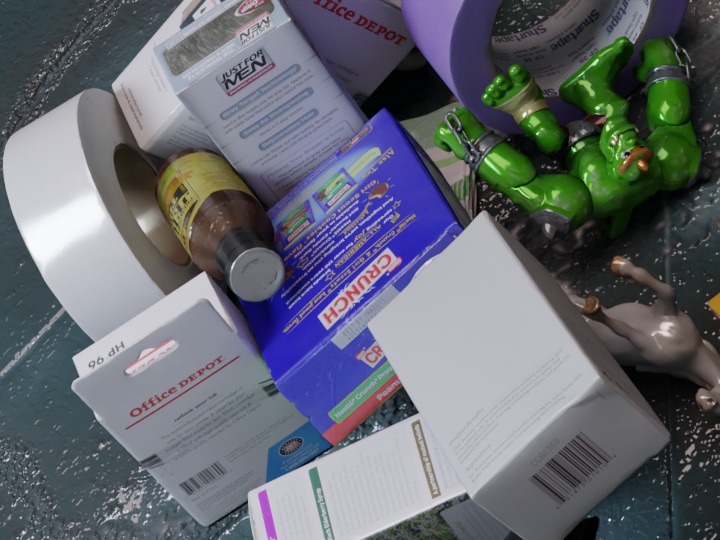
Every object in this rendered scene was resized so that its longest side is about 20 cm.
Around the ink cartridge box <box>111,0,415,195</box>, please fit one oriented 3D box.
[{"bbox_3d":[-0.067,-0.164,1.765,0.200,0.146,0.084,-46,48,21],"label":"ink cartridge box"}]

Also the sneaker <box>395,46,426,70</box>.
[{"bbox_3d":[0.069,-0.232,1.840,0.088,0.081,0.200,34,86,40],"label":"sneaker"}]

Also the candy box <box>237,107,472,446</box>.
[{"bbox_3d":[0.000,0.000,1.633,0.169,0.077,0.200,-41,29,8],"label":"candy box"}]

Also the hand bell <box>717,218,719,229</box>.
[{"bbox_3d":[0.333,-0.078,1.588,0.200,0.104,0.104,-34,46,21],"label":"hand bell"}]

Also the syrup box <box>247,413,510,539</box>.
[{"bbox_3d":[0.031,0.157,1.567,0.199,0.079,0.082,-25,49,11],"label":"syrup box"}]

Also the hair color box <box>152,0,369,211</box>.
[{"bbox_3d":[-0.057,-0.114,1.706,0.099,0.200,0.061,-33,47,5],"label":"hair color box"}]

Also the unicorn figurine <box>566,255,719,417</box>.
[{"bbox_3d":[0.183,0.047,1.548,0.074,0.137,0.200,-56,35,-5],"label":"unicorn figurine"}]

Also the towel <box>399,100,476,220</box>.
[{"bbox_3d":[0.019,-0.031,1.751,0.152,0.023,0.201,-15,51,20],"label":"towel"}]

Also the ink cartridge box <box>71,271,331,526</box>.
[{"bbox_3d":[-0.118,0.081,1.624,0.116,0.200,0.068,-33,47,3],"label":"ink cartridge box"}]

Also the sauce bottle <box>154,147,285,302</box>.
[{"bbox_3d":[-0.098,-0.032,1.654,0.065,0.065,0.200,-39,25,-2],"label":"sauce bottle"}]

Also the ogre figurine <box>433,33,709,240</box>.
[{"bbox_3d":[0.166,-0.092,1.655,0.120,0.199,0.098,59,137,22],"label":"ogre figurine"}]

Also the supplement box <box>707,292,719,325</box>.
[{"bbox_3d":[0.336,0.010,1.485,0.200,0.110,0.086,-39,48,-2],"label":"supplement box"}]

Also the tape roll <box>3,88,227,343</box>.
[{"bbox_3d":[-0.182,-0.034,1.742,0.071,0.202,0.203,-29,47,15],"label":"tape roll"}]

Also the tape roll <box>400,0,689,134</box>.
[{"bbox_3d":[0.135,-0.204,1.694,0.200,0.200,0.085,-36,48,1],"label":"tape roll"}]

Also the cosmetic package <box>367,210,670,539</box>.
[{"bbox_3d":[0.094,0.066,1.443,0.113,0.081,0.200,-43,35,11],"label":"cosmetic package"}]

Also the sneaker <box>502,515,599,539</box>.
[{"bbox_3d":[0.100,0.224,1.382,0.104,0.060,0.200,-12,43,11],"label":"sneaker"}]
